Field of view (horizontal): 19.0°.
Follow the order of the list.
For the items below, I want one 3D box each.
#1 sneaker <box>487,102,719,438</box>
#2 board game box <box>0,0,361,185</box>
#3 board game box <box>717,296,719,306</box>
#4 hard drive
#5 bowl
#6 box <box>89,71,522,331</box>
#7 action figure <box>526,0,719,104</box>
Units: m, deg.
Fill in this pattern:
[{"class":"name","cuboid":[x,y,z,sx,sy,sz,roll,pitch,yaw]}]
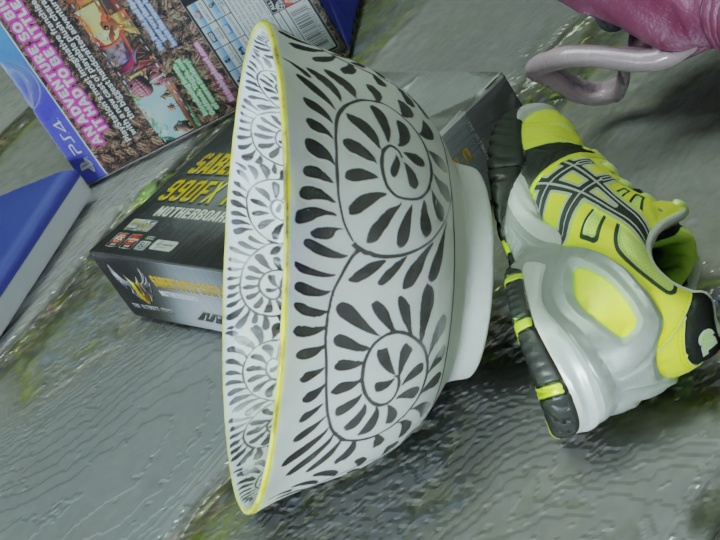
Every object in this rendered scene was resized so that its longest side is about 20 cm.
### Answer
[{"class":"sneaker","cuboid":[0.097,-0.006,0.867,0.076,0.075,0.200,-16,34,7]},{"class":"board game box","cuboid":[-0.125,-0.175,1.332,0.200,0.160,0.097,-24,25,19]},{"class":"board game box","cuboid":[0.238,-0.019,0.749,0.200,0.029,0.135,-36,25,-6]},{"class":"hard drive","cuboid":[-0.251,0.022,1.284,0.132,0.025,0.200,-19,28,30]},{"class":"bowl","cuboid":[0.000,0.000,0.879,0.094,0.201,0.201,2,23,-9]},{"class":"box","cuboid":[-0.026,-0.035,1.084,0.158,0.048,0.200,-44,26,-22]},{"class":"action figure","cuboid":[0.162,-0.115,0.917,0.200,0.134,0.149,31,103,36]}]
